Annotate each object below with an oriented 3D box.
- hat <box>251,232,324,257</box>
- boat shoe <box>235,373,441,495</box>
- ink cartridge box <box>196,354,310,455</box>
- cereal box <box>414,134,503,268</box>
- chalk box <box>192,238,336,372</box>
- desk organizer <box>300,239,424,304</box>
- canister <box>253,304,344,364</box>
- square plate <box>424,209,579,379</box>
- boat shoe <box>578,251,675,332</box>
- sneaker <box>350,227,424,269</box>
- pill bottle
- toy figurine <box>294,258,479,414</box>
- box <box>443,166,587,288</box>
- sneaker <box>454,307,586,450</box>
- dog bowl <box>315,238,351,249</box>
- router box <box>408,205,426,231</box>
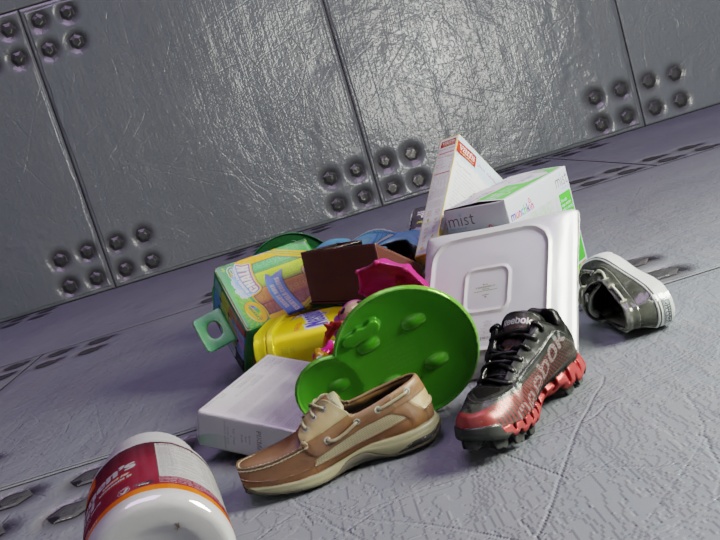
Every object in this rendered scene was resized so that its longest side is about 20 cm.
[{"bbox_3d":[-0.104,0.037,1.455,0.166,0.200,0.176,-57,29,11],"label":"hat"},{"bbox_3d":[-0.024,0.152,0.817,0.200,0.074,0.076,-18,9,-9],"label":"boat shoe"},{"bbox_3d":[-0.060,0.160,0.968,0.200,0.050,0.161,9,22,23],"label":"ink cartridge box"},{"bbox_3d":[0.146,-0.067,1.169,0.039,0.144,0.200,-14,50,40],"label":"cereal box"},{"bbox_3d":[-0.150,0.059,1.286,0.200,0.124,0.124,-21,-30,-24],"label":"chalk box"},{"bbox_3d":[0.000,0.000,1.150,0.072,0.077,0.200,-16,6,-32],"label":"desk organizer"},{"bbox_3d":[-0.027,0.092,1.137,0.200,0.087,0.149,-14,8,8],"label":"canister"},{"bbox_3d":[0.151,0.027,0.974,0.200,0.198,0.028,-11,-33,33],"label":"square plate"},{"bbox_3d":[0.293,0.025,1.006,0.064,0.071,0.200,-17,11,-5],"label":"boat shoe"},{"bbox_3d":[0.031,-0.023,1.233,0.200,0.078,0.090,-13,2,41],"label":"sneaker"},{"bbox_3d":[-0.164,0.199,0.681,0.109,0.110,0.200,-19,10,-14],"label":"pill bottle"},{"bbox_3d":[0.018,0.064,0.945,0.200,0.150,0.184,-30,21,7],"label":"toy figurine"},{"bbox_3d":[0.214,-0.029,1.135,0.097,0.177,0.200,-7,12,38],"label":"box"},{"bbox_3d":[0.143,0.093,0.796,0.071,0.098,0.200,-6,16,41],"label":"sneaker"},{"bbox_3d":[0.014,0.012,1.368,0.200,0.112,0.050,5,24,-5],"label":"dog bowl"},{"bbox_3d":[0.195,-0.048,1.336,0.200,0.150,0.062,-11,49,26],"label":"router box"}]
